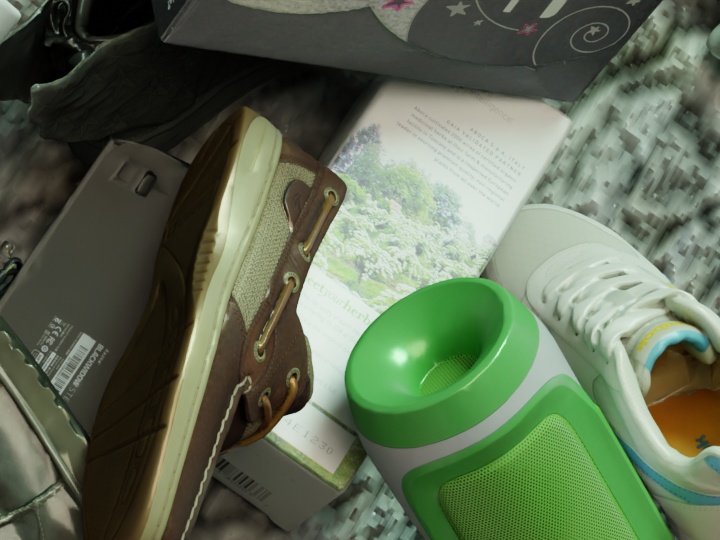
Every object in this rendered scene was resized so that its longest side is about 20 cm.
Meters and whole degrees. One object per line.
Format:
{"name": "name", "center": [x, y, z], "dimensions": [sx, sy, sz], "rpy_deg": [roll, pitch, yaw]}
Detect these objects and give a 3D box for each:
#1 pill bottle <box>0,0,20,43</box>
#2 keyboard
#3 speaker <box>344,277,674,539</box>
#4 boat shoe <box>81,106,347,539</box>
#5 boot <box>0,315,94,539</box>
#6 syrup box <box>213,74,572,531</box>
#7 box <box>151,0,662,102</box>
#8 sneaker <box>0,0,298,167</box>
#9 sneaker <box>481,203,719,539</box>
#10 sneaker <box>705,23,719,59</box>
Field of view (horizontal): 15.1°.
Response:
{"name": "pill bottle", "center": [-0.222, -0.046, 1.018], "dimensions": [0.111, 0.111, 0.200], "rpy_deg": [40, 90, -4]}
{"name": "keyboard", "center": [-0.129, 0.037, 1.096], "dimensions": [0.104, 0.040, 0.201], "rpy_deg": [33, 79, 6]}
{"name": "speaker", "center": [0.070, 0.099, 1.081], "dimensions": [0.089, 0.088, 0.200], "rpy_deg": [-49, 126, -24]}
{"name": "boat shoe", "center": [-0.047, 0.033, 1.025], "dimensions": [0.072, 0.072, 0.201], "rpy_deg": [29, 51, -20]}
{"name": "boot", "center": [-0.195, 0.107, 1.030], "dimensions": [0.199, 0.073, 0.182], "rpy_deg": [-35, 81, -4]}
{"name": "syrup box", "center": [0.000, 0.000, 1.133], "dimensions": [0.079, 0.081, 0.201], "rpy_deg": [35, 66, -6]}
{"name": "box", "center": [0.026, -0.157, 1.074], "dimensions": [0.199, 0.132, 0.115], "rpy_deg": [5, 55, -31]}
{"name": "sneaker", "center": [-0.071, -0.111, 1.123], "dimensions": [0.060, 0.104, 0.200], "rpy_deg": [38, 66, 22]}
{"name": "sneaker", "center": [0.118, 0.032, 1.132], "dimensions": [0.076, 0.081, 0.200], "rpy_deg": [-32, 54, -14]}
{"name": "sneaker", "center": [0.187, -0.186, 1.261], "dimensions": [0.080, 0.075, 0.201], "rpy_deg": [-5, 76, -11]}
